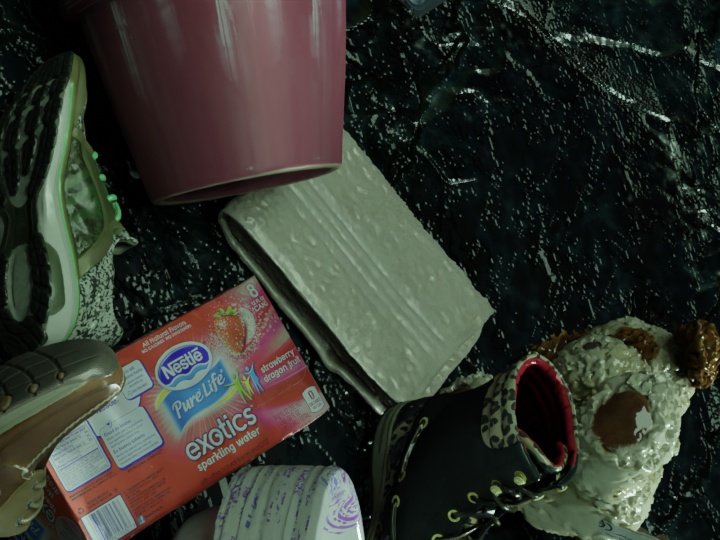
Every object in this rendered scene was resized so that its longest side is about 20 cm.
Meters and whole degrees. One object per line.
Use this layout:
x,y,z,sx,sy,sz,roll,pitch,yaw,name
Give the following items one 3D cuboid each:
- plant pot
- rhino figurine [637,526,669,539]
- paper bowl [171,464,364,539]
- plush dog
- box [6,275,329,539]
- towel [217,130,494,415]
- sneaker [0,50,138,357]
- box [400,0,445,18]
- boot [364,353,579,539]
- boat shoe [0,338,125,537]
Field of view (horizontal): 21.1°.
-0.089,-0.142,1.242,0.199,0.199,0.181,-9,88,-38,plant pot
0.184,0.270,1.374,0.087,0.060,0.201,22,62,-9,rhino figurine
-0.059,0.216,1.149,0.103,0.201,0.202,0,67,11,paper bowl
0.175,0.105,1.360,0.161,0.199,0.172,56,50,-29,plush dog
-0.131,0.096,1.181,0.199,0.095,0.100,-30,91,-39,box
0.000,0.000,1.354,0.200,0.034,0.133,51,50,-9,towel
-0.182,-0.037,1.219,0.088,0.077,0.202,16,69,-46,sneaker
0.038,-0.321,1.491,0.160,0.043,0.201,39,55,-19,box
0.070,0.162,1.228,0.073,0.153,0.205,16,61,-31,boot
-0.204,0.108,1.062,0.072,0.199,0.076,52,17,-19,boat shoe
